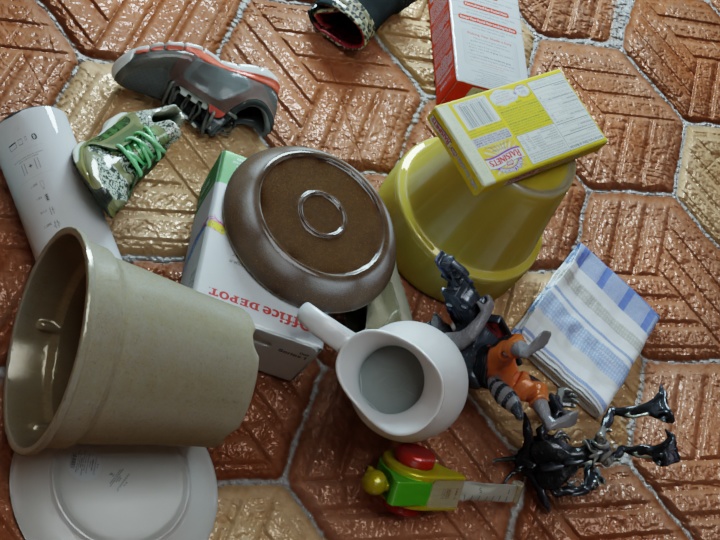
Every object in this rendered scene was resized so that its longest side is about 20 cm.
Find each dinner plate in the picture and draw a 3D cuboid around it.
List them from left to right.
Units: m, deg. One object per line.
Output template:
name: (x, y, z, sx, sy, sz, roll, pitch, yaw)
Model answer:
dinner plate: (-0.223, 0.197, 1.169, 0.199, 0.024, 0.202, 14, 55, -20)

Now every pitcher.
pitcher: (0.023, 0.093, 1.254, 0.171, 0.200, 0.121, 40, 93, 13)

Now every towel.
towel: (0.275, 0.068, 1.524, 0.147, 0.024, 0.200, 43, 50, 0)

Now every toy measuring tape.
toy measuring tape: (0.078, 0.215, 1.302, 0.199, 0.074, 0.074, 7, 57, -37)

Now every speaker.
speaker: (-0.297, -0.059, 1.249, 0.081, 0.081, 0.201, -12, 68, -34)

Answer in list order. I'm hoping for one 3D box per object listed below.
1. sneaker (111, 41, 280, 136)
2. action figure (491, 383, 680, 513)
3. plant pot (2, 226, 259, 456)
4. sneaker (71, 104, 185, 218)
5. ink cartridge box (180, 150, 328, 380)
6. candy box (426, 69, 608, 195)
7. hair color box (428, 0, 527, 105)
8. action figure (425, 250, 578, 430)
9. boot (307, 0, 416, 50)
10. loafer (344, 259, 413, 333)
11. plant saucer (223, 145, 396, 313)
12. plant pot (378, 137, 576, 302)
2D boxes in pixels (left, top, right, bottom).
sneaker: (-0.178, -0.195, 1.405, 0.198, 0.077, 0.083, 6, 65, -25)
action figure: (0.244, 0.192, 1.380, 0.198, 0.102, 0.120, -13, 96, 6)
plant pot: (-0.200, 0.080, 1.137, 0.182, 0.200, 0.202, 15, 54, -31)
sneaker: (-0.227, -0.125, 1.274, 0.077, 0.088, 0.200, 55, 19, -22)
ink cartridge box: (-0.107, -0.005, 1.317, 0.144, 0.084, 0.201, 20, 53, -18)
candy box: (0.171, -0.151, 1.355, 0.199, 0.026, 0.103, -21, 75, -36)
hair color box: (0.154, -0.298, 1.657, 0.110, 0.064, 0.202, 11, 58, -21)
action figure: (0.123, 0.081, 1.337, 0.105, 0.193, 0.200, -50, 126, -18)
boot: (-0.030, -0.382, 1.603, 0.203, 0.074, 0.154, 39, 53, 0)
loafer: (0.000, 0.000, 1.379, 0.067, 0.076, 0.201, -5, 63, -38)
plant saucer: (-0.044, -0.052, 1.308, 0.199, 0.032, 0.202, 16, 54, -23)
plant pot: (0.144, -0.089, 1.441, 0.199, 0.189, 0.202, 14, 56, -22)
